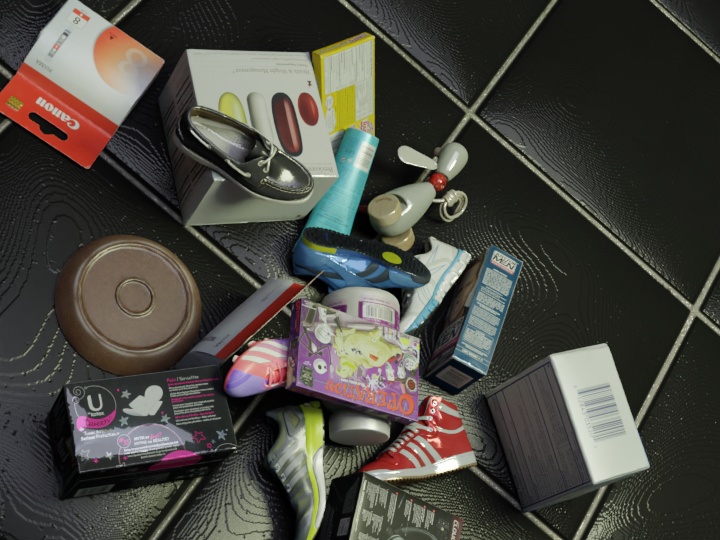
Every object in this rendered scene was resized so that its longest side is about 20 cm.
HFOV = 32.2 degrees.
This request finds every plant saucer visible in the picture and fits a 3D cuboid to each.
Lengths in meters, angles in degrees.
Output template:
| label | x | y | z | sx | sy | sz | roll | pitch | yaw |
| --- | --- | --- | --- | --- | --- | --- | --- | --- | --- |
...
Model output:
| label | x | y | z | sx | sy | sz | roll | pitch | yaw |
| --- | --- | --- | --- | --- | --- | --- | --- | --- | --- |
| plant saucer | -0.302 | 0.039 | 1.657 | 0.199 | 0.034 | 0.201 | 10 | 64 | -22 |

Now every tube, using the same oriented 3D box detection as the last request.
| label | x | y | z | sx | sy | sz | roll | pitch | yaw |
| --- | --- | --- | --- | --- | --- | --- | --- | --- | --- |
| tube | -0.030 | -0.107 | 1.819 | 0.077 | 0.050 | 0.201 | 21 | 84 | -11 |

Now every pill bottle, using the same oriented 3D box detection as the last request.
| label | x | y | z | sx | sy | sz | roll | pitch | yaw |
| --- | --- | --- | --- | --- | --- | --- | --- | --- | --- |
| pill bottle | -0.001 | 0.133 | 1.716 | 0.112 | 0.112 | 0.201 | 11 | 65 | -21 |

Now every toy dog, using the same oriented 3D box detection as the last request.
| label | x | y | z | sx | sy | sz | roll | pitch | yaw |
| --- | --- | --- | --- | --- | --- | --- | --- | --- | --- |
| toy dog | 0.068 | -0.118 | 1.871 | 0.096 | 0.132 | 0.200 | 28 | 44 | 33 |

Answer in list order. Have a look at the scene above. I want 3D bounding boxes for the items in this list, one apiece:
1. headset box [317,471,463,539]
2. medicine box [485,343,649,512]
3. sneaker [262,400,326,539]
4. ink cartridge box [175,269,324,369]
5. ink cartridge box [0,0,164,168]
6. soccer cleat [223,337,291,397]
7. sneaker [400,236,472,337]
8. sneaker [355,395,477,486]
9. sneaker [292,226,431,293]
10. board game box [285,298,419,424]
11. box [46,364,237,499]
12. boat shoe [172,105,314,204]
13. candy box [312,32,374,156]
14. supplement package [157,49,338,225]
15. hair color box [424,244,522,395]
| label | x | y | z | sx | sy | sz | roll | pitch | yaw |
| --- | --- | --- | --- | --- | --- | --- | --- | --- | --- |
| headset box | 0.043 | 0.372 | 1.637 | 0.199 | 0.077 | 0.150 | 30 | 58 | -29 |
| medicine box | 0.287 | 0.224 | 1.762 | 0.102 | 0.200 | 0.183 | -9 | 73 | -26 |
| sneaker | -0.089 | 0.271 | 1.648 | 0.080 | 0.074 | 0.201 | 1 | 66 | -8 |
| ink cartridge box | -0.147 | 0.063 | 1.621 | 0.057 | 0.200 | 0.163 | 45 | 57 | 2 |
| ink cartridge box | -0.390 | -0.264 | 1.735 | 0.162 | 0.050 | 0.201 | 34 | 55 | -9 |
| soccer cleat | -0.094 | 0.123 | 1.596 | 0.076 | 0.067 | 0.200 | 30 | 25 | 25 |
| sneaker | 0.082 | 0.028 | 1.835 | 0.086 | 0.075 | 0.200 | 34 | 53 | 3 |
| sneaker | 0.065 | 0.236 | 1.727 | 0.199 | 0.071 | 0.113 | -6 | 75 | -36 |
| sneaker | 0.000 | 0.000 | 1.791 | 0.199 | 0.079 | 0.066 | 14 | 27 | -8 |
| board game box | -0.006 | 0.120 | 1.622 | 0.199 | 0.032 | 0.121 | 20 | 64 | -34 |
| box | -0.273 | 0.198 | 1.543 | 0.199 | 0.132 | 0.115 | -4 | 68 | -27 |
| boat shoe | -0.146 | -0.152 | 1.621 | 0.199 | 0.060 | 0.074 | 29 | 60 | -9 |
| candy box | -0.023 | -0.241 | 1.832 | 0.102 | 0.201 | 0.026 | -28 | 43 | -34 |
| supplement package | -0.160 | -0.187 | 1.755 | 0.190 | 0.147 | 0.201 | -5 | 70 | -27 |
| hair color box | 0.166 | 0.072 | 1.829 | 0.060 | 0.100 | 0.201 | 29 | 59 | -10 |
